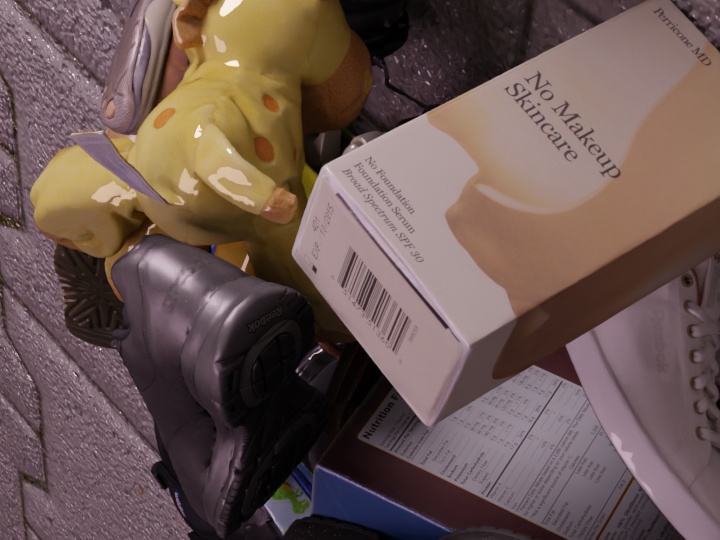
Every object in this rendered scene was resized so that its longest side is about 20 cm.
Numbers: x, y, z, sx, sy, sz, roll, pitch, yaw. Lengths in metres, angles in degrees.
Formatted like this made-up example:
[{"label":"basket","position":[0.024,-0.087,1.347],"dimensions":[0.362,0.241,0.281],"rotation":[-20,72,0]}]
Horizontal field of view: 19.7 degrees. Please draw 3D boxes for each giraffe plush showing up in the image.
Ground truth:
[{"label":"giraffe plush","position":[-0.057,-0.078,0.987],"dimensions":[0.172,0.163,0.200],"rotation":[13,156,19]}]

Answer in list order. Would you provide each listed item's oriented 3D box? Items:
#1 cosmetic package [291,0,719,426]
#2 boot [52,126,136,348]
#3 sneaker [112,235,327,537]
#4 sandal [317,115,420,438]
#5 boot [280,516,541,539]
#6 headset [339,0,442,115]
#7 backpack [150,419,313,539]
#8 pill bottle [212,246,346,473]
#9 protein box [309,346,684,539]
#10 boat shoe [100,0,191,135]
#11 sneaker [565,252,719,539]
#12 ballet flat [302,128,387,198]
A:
[{"label":"cosmetic package","position":[0.082,-0.030,0.894],"dimensions":[0.105,0.200,0.071],"rotation":[50,150,17]},{"label":"boot","position":[-0.130,-0.075,1.223],"dimensions":[0.066,0.201,0.175],"rotation":[16,153,-10]},{"label":"sneaker","position":[-0.069,0.049,0.963],"dimensions":[0.091,0.076,0.200],"rotation":[34,150,20]},{"label":"sandal","position":[0.000,0.000,1.082],"dimensions":[0.054,0.201,0.082],"rotation":[9,149,6]},{"label":"boot","position":[0.009,0.181,0.937],"dimensions":[0.199,0.131,0.068],"rotation":[-1,127,39]},{"label":"headset","position":[0.012,-0.152,1.063],"dimensions":[0.124,0.094,0.201],"rotation":[111,140,-61]},{"label":"backpack","position":[-0.048,0.152,1.371],"dimensions":[0.200,0.153,0.164],"rotation":[-149,36,-79]},{"label":"pill bottle","position":[-0.039,0.044,1.231],"dimensions":[0.200,0.112,0.112],"rotation":[44,150,49]},{"label":"protein box","position":[0.089,0.155,1.062],"dimensions":[0.199,0.135,0.199],"rotation":[25,140,18]},{"label":"boat shoe","position":[-0.083,-0.155,1.119],"dimensions":[0.072,0.201,0.076],"rotation":[18,160,-14]},{"label":"sneaker","position":[0.143,0.034,0.955],"dimensions":[0.201,0.084,0.073],"rotation":[66,-165,19]},{"label":"ballet flat","position":[-0.015,-0.062,1.183],"dimensions":[0.200,0.067,0.067],"rotation":[44,127,33]}]
